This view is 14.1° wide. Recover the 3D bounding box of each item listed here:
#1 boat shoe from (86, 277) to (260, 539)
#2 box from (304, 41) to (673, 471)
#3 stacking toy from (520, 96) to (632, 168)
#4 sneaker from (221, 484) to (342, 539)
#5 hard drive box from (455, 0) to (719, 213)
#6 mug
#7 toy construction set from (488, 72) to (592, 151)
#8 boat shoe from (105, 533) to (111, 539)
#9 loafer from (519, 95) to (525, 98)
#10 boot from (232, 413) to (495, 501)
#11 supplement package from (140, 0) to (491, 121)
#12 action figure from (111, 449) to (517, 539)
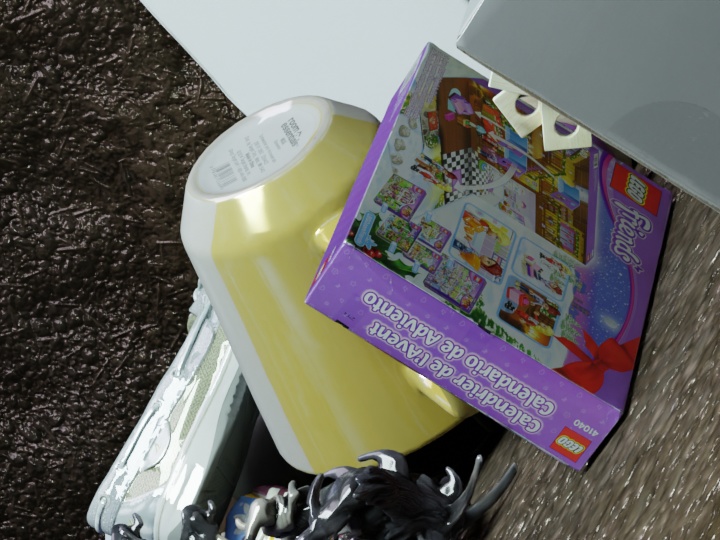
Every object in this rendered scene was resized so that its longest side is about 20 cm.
[{"bbox_3d":[-0.083,0.055,1.548,0.074,0.065,0.203,66,-140,-66],"label":"boat shoe"},{"bbox_3d":[0.061,-0.011,1.269,0.039,0.137,0.200,-56,6,30],"label":"box"},{"bbox_3d":[0.087,-0.002,1.383,0.085,0.085,0.200,-57,13,30],"label":"stacking toy"},{"bbox_3d":[-0.027,0.147,1.512,0.075,0.090,0.200,-62,5,-27],"label":"sneaker"},{"bbox_3d":[0.126,-0.098,1.007,0.077,0.156,0.200,-56,7,25],"label":"hard drive box"},{"bbox_3d":[0.000,-0.005,1.444,0.186,0.153,0.150,-7,35,41],"label":"mug"},{"bbox_3d":[0.120,-0.111,1.290,0.092,0.131,0.200,-58,5,23],"label":"toy construction set"},{"bbox_3d":[-0.089,0.198,1.650,0.071,0.072,0.201,-28,71,48],"label":"boat shoe"},{"bbox_3d":[0.121,-0.084,1.542,0.201,0.068,0.070,-56,-4,-13],"label":"loafer"},{"bbox_3d":[-0.005,0.088,1.540,0.200,0.077,0.138,-40,17,24],"label":"boot"},{"bbox_3d":[0.008,-0.172,1.636,0.147,0.191,0.200,-40,6,29],"label":"supplement package"},{"bbox_3d":[-0.017,0.142,1.368,0.199,0.102,0.119,-13,-8,28],"label":"action figure"}]
